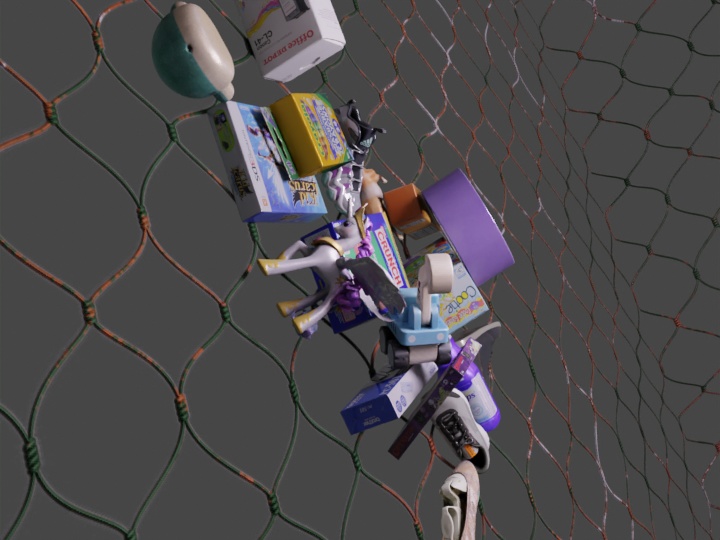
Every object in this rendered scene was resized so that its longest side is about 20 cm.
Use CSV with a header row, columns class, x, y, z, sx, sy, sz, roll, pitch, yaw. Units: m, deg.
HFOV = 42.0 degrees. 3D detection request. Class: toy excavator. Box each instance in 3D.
class,x,y,z,sx,sy,sz,roll,pitch,yaw
toy excavator,0.094,0.056,1.468,0.195,0.098,0.205,-128,-144,-70

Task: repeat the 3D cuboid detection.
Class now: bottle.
class,x,y,z,sx,sy,sz,roll,pitch,yaw
bottle,0.188,0.210,1.759,0.203,0.082,0.065,63,28,-9

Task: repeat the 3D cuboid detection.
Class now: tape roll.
class,x,y,z,sx,sy,sz,roll,pitch,yaw
tape roll,0.194,-0.078,1.705,0.202,0.084,0.200,59,5,-8

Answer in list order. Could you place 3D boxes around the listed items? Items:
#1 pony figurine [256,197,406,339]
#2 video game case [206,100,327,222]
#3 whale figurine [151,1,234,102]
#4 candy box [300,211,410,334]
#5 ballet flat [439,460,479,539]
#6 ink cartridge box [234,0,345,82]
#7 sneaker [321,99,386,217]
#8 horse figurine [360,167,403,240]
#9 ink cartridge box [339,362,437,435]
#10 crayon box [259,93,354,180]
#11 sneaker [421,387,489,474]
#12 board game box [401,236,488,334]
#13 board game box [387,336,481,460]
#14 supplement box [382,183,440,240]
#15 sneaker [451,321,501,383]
class,x,y,z,sx,sy,sz,roll,pitch,yaw
pony figurine,-0.031,0.012,1.404,0.195,0.198,0.167,58,-17,4
video game case,-0.145,-0.169,1.498,0.199,0.045,0.185,-5,75,-62
whale figurine,-0.249,-0.317,1.396,0.161,0.102,0.200,60,4,-9
candy box,0.000,0.000,1.590,0.199,0.076,0.172,-17,86,-63
ballet flat,0.164,0.402,1.594,0.067,0.068,0.203,37,37,-31
ink cartridge box,-0.131,-0.454,1.628,0.085,0.146,0.204,-6,73,-61
sneaker,-0.007,-0.205,1.665,0.077,0.138,0.204,-8,76,-61
horse figurine,0.026,-0.128,1.765,0.132,0.049,0.204,36,37,-56
ink cartridge box,0.050,0.193,1.515,0.045,0.093,0.200,63,28,-5
crayon box,-0.083,-0.224,1.546,0.128,0.051,0.200,66,21,-3
sneaker,0.178,0.284,1.679,0.201,0.073,0.080,52,13,-27
board game box,0.151,0.027,1.732,0.104,0.104,0.200,57,4,-15
board game box,0.121,0.209,1.531,0.032,0.201,0.120,38,28,9
supplement box,0.101,-0.110,1.794,0.200,0.068,0.068,24,48,-75
sneaker,0.238,0.174,1.900,0.199,0.074,0.108,-20,91,-54
